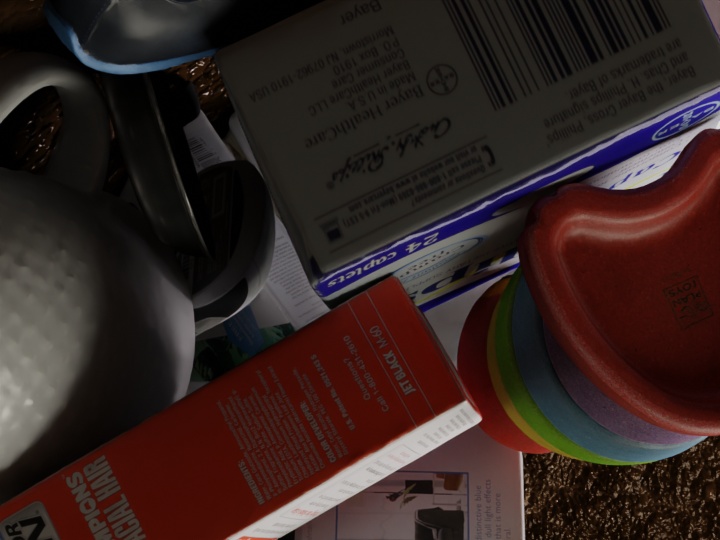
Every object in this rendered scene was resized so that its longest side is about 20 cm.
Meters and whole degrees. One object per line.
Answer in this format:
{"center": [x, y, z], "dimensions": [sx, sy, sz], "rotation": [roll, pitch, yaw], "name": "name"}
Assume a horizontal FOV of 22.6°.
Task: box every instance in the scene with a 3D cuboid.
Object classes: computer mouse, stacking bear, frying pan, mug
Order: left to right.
{"center": [-0.163, 0.004, 0.765], "dimensions": [0.201, 0.147, 0.175], "rotation": [-67, 160, 5], "name": "mug"}
{"center": [-0.091, -0.077, 0.793], "dimensions": [0.031, 0.191, 0.116], "rotation": [-17, 124, -1], "name": "frying pan"}
{"center": [-0.096, 0.007, 0.889], "dimensions": [0.044, 0.111, 0.199], "rotation": [20, 152, -35], "name": "computer mouse"}
{"center": [0.101, 0.030, 0.782], "dimensions": [0.121, 0.115, 0.200], "rotation": [-21, 174, -20], "name": "stacking bear"}

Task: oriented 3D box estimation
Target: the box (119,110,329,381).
{"center": [-0.089, 0.026, 0.979], "dimensions": [0.036, 0.145, 0.200], "rotation": [-27, 164, -33], "name": "box"}

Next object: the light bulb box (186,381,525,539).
{"center": [-0.019, 0.153, 0.935], "dimensions": [0.198, 0.126, 0.199], "rotation": [1, 151, 1], "name": "light bulb box"}

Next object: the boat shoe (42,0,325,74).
{"center": [-0.031, -0.133, 0.725], "dimensions": [0.199, 0.084, 0.069], "rotation": [-32, 156, -39], "name": "boat shoe"}

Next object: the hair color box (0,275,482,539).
{"center": [-0.051, 0.083, 0.762], "dimensions": [0.199, 0.064, 0.111], "rotation": [-31, 169, 1], "name": "hair color box"}

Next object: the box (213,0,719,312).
{"center": [0.051, -0.063, 0.776], "dimensions": [0.183, 0.106, 0.200], "rotation": [-25, 171, 2], "name": "box"}

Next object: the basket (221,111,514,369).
{"center": [0.000, 0.000, 1.019], "dimensions": [0.135, 0.201, 0.123], "rotation": [-22, 167, -44], "name": "basket"}

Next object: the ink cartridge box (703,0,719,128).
{"center": [0.152, -0.105, 1.143], "dimensions": [0.144, 0.146, 0.200], "rotation": [-32, 165, -17], "name": "ink cartridge box"}
